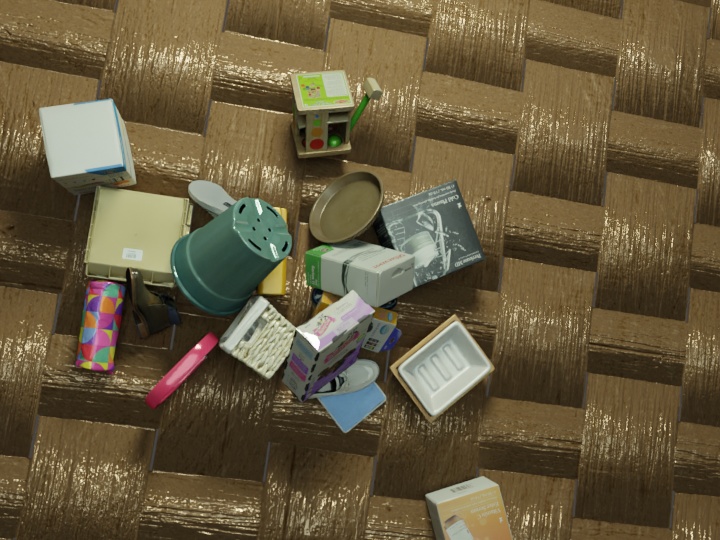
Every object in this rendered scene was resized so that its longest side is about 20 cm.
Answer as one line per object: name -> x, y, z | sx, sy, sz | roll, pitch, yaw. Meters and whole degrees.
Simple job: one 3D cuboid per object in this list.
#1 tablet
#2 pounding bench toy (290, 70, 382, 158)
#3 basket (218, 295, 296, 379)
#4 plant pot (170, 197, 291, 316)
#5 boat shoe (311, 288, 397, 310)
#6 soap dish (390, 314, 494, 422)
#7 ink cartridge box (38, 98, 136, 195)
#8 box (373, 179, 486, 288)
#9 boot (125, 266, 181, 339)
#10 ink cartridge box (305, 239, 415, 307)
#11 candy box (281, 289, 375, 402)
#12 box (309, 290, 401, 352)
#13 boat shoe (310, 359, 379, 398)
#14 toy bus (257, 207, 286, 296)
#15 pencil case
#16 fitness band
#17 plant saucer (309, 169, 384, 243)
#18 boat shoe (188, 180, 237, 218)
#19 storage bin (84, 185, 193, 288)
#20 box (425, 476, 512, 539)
tablet -> -0.046, 0.256, 1.669 | 0.130, 0.014, 0.201 | -37, 90, -11
pounding bench toy -> -0.054, -0.351, 1.652 | 0.198, 0.157, 0.125 | -7, 53, -10
basket -> -0.216, 0.143, 1.564 | 0.123, 0.200, 0.136 | 38, 80, -10
plant pot -> -0.258, -0.040, 1.510 | 0.200, 0.196, 0.201 | 31, 40, -30
boat shoe -> -0.012, 0.054, 1.667 | 0.198, 0.069, 0.085 | -2, 84, -9
soap dish -> 0.185, 0.224, 1.675 | 0.200, 0.081, 0.158 | -37, 91, -11
ink cartridge box -> -0.571, -0.257, 1.542 | 0.146, 0.200, 0.146 | -11, 88, -10
box -> 0.152, -0.077, 1.682 | 0.199, 0.124, 0.198 | -21, 90, -11
boot -> -0.442, 0.059, 1.554 | 0.096, 0.201, 0.075 | -14, 49, -19
ink cartridge box -> 0.000, 0.000, 1.584 | 0.146, 0.199, 0.084 | -23, 121, -48
candy box -> -0.069, 0.159, 1.517 | 0.072, 0.201, 0.167 | 43, 53, 19
box -> -0.008, 0.119, 1.634 | 0.199, 0.119, 0.042 | 17, 49, -11
boat shoe -> -0.050, 0.249, 1.629 | 0.199, 0.065, 0.074 | -17, 87, -10
toy bus -> -0.199, -0.044, 1.642 | 0.065, 0.078, 0.202 | 2, 84, -9
pencil case -> -0.559, 0.121, 1.566 | 0.088, 0.088, 0.202 | 8, 86, -8
fitness band -> -0.379, 0.213, 1.553 | 0.037, 0.144, 0.200 | 44, 80, -4
plant saucer -> -0.028, -0.140, 1.644 | 0.201, 0.200, 0.029 | -53, 133, -10
boat shoe -> -0.308, -0.131, 1.636 | 0.199, 0.070, 0.071 | 30, 45, 16
storage bin -> -0.483, -0.071, 1.592 | 0.198, 0.094, 0.200 | 8, 84, -9
box -> 0.251, 0.590, 1.636 | 0.151, 0.106, 0.202 | -14, 86, -10
